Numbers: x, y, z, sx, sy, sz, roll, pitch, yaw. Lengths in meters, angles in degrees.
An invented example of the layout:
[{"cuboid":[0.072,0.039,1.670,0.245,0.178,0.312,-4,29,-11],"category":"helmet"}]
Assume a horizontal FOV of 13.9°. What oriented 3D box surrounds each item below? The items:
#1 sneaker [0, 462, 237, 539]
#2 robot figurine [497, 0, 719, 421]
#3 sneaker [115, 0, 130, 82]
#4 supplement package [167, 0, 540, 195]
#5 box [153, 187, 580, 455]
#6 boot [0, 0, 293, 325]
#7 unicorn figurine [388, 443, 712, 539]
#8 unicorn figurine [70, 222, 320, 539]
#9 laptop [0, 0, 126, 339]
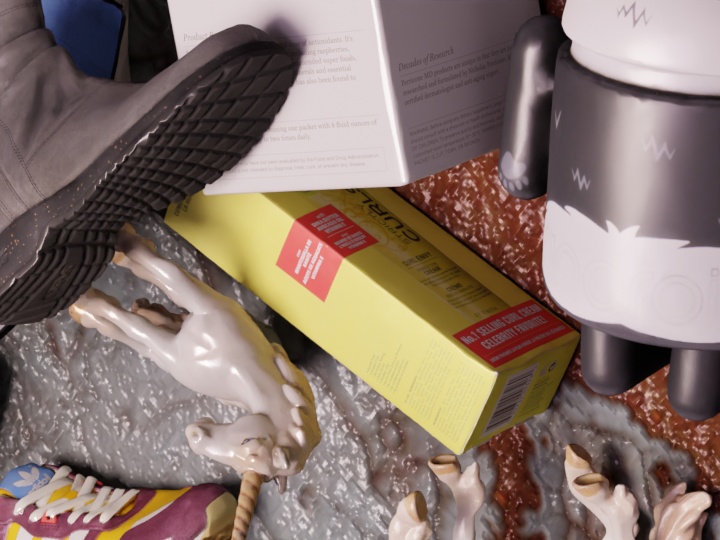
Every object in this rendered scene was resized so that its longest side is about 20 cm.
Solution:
[{"cuboid":[-0.146,0.135,1.510,0.200,0.075,0.090,-30,90,39],"category":"sneaker"},{"cuboid":[0.138,-0.045,1.199,0.149,0.125,0.201,0,110,-6],"category":"robot figurine"},{"cuboid":[-0.132,-0.163,1.409,0.086,0.075,0.201,-6,101,33],"category":"sneaker"},{"cuboid":[-0.007,-0.145,1.281,0.121,0.120,0.201,-1,104,39],"category":"supplement package"},{"cuboid":[0.000,0.000,1.353,0.200,0.075,0.050,39,124,24],"category":"box"},{"cuboid":[-0.126,-0.079,1.278,0.200,0.070,0.132,-37,66,28],"category":"boot"},{"cuboid":[0.065,0.150,1.344,0.199,0.074,0.138,4,117,32],"category":"unicorn figurine"},{"cuboid":[-0.072,0.039,1.356,0.137,0.200,0.074,36,104,2],"category":"unicorn figurine"},{"cuboid":[-0.227,-0.059,1.392,0.187,0.200,0.116,31,154,33],"category":"laptop"}]
